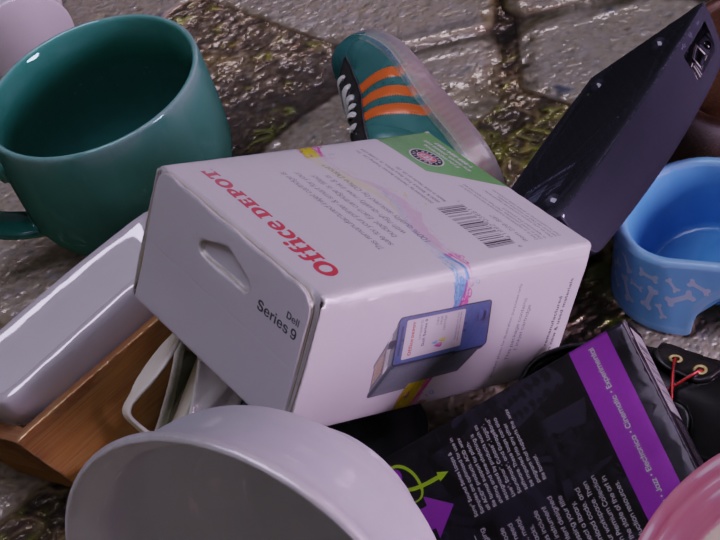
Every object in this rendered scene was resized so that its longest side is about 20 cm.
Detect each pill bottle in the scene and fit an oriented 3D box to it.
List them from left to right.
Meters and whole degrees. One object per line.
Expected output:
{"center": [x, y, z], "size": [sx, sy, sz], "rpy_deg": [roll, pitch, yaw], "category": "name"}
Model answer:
{"center": [-0.304, -0.211, 1.454], "size": [0.112, 0.113, 0.200], "rpy_deg": [-34, 42, -15], "category": "pill bottle"}

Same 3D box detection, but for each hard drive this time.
{"center": [0.142, -0.067, 1.121], "size": [0.200, 0.042, 0.135], "rpy_deg": [-53, 11, -34], "category": "hard drive"}

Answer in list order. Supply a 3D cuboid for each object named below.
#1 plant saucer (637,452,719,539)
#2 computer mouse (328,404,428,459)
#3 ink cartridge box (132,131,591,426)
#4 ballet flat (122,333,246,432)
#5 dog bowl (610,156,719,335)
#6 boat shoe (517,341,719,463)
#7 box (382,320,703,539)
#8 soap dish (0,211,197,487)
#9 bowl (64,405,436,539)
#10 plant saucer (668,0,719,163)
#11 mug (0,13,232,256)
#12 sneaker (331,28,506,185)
{"center": [0.207, 0.166, 0.801], "size": [0.199, 0.051, 0.202], "rpy_deg": [-2, 84, 16], "category": "plant saucer"}
{"center": [-0.026, 0.065, 1.048], "size": [0.138, 0.053, 0.200], "rpy_deg": [-29, 26, -4], "category": "computer mouse"}
{"center": [0.000, 0.000, 0.994], "size": [0.199, 0.088, 0.145], "rpy_deg": [-9, 35, -42], "category": "ink cartridge box"}
{"center": [-0.109, 0.103, 1.019], "size": [0.069, 0.069, 0.201], "rpy_deg": [14, 79, 34], "category": "ballet flat"}
{"center": [0.237, -0.015, 1.069], "size": [0.199, 0.050, 0.112], "rpy_deg": [6, 48, 28], "category": "dog bowl"}
{"center": [0.157, 0.076, 0.941], "size": [0.201, 0.063, 0.074], "rpy_deg": [2, 51, 54], "category": "boat shoe"}
{"center": [0.078, 0.136, 0.906], "size": [0.199, 0.036, 0.144], "rpy_deg": [-30, 64, 13], "category": "box"}
{"center": [-0.145, 0.045, 1.103], "size": [0.200, 0.081, 0.157], "rpy_deg": [-42, 18, -23], "category": "soap dish"}
{"center": [-0.032, 0.136, 0.864], "size": [0.200, 0.202, 0.090], "rpy_deg": [9, 36, 30], "category": "bowl"}
{"center": [0.272, -0.131, 1.194], "size": [0.199, 0.032, 0.201], "rpy_deg": [-12, 41, 11], "category": "plant saucer"}
{"center": [-0.178, -0.082, 1.262], "size": [0.183, 0.115, 0.153], "rpy_deg": [-4, 44, 20], "category": "mug"}
{"center": [0.016, -0.093, 1.227], "size": [0.079, 0.072, 0.200], "rpy_deg": [-26, 42, -12], "category": "sneaker"}
